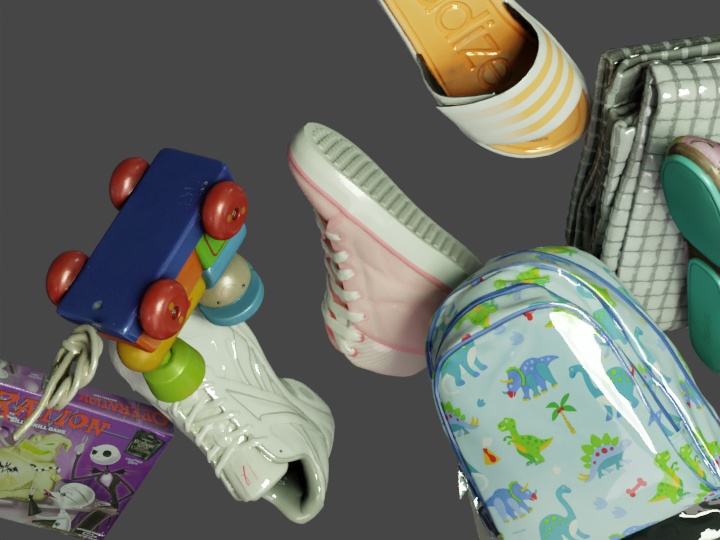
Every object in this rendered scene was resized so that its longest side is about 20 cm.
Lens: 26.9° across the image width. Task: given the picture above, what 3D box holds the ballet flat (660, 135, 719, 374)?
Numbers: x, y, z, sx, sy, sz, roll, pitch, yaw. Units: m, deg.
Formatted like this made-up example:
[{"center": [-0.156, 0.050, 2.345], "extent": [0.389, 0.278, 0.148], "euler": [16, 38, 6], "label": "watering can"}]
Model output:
[{"center": [0.216, -0.018, 0.858], "extent": [0.071, 0.069, 0.201], "euler": [-33, 138, -10], "label": "ballet flat"}]

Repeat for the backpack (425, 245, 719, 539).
[{"center": [0.122, 0.083, 0.882], "extent": [0.162, 0.202, 0.153], "euler": [-25, 172, 26], "label": "backpack"}]

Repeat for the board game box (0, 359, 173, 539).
[{"center": [-0.239, 0.115, 1.009], "extent": [0.198, 0.032, 0.121], "euler": [20, 119, -26], "label": "board game box"}]

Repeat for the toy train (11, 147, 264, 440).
[{"center": [-0.127, 0.040, 0.872], "extent": [0.084, 0.201, 0.116], "euler": [14, 151, 27], "label": "toy train"}]

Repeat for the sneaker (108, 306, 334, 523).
[{"center": [-0.081, 0.096, 0.977], "extent": [0.078, 0.100, 0.199], "euler": [-38, 127, 20], "label": "sneaker"}]

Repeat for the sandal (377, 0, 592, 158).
[{"center": [0.065, -0.120, 0.852], "extent": [0.079, 0.060, 0.207], "euler": [-34, 129, 16], "label": "sandal"}]

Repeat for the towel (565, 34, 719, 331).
[{"center": [0.215, -0.058, 0.917], "extent": [0.163, 0.086, 0.202], "euler": [-7, 133, -11], "label": "towel"}]

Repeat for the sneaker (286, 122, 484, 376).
[{"center": [0.000, 0.000, 0.929], "extent": [0.104, 0.076, 0.200], "euler": [-39, 131, 14], "label": "sneaker"}]

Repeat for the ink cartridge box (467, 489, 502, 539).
[{"center": [0.183, 0.172, 1.067], "extent": [0.144, 0.148, 0.200], "euler": [-32, 129, 16], "label": "ink cartridge box"}]
